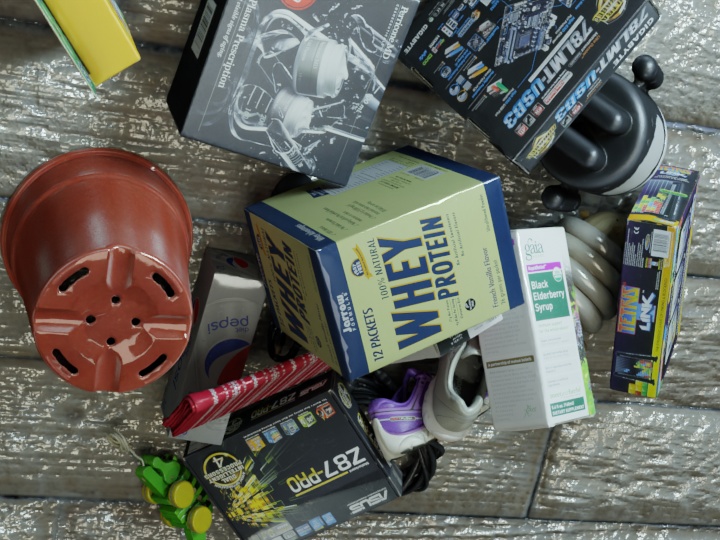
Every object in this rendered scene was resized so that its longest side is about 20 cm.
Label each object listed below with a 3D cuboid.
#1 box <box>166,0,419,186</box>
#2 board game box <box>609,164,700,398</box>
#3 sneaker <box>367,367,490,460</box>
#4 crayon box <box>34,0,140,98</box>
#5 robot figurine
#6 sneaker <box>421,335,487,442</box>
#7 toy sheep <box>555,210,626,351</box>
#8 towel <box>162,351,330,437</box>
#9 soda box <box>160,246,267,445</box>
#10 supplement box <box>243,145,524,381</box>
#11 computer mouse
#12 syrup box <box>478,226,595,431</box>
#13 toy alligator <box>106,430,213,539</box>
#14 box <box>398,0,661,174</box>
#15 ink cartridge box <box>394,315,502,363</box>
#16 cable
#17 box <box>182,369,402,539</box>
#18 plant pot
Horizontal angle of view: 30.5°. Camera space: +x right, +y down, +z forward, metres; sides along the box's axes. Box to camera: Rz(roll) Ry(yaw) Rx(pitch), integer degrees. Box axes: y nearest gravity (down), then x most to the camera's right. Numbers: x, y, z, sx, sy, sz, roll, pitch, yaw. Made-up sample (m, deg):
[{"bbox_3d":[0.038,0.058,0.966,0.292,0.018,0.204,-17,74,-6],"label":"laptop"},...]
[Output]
[{"bbox_3d":[-0.069,-0.212,1.288,0.180,0.104,0.202,14,110,-23],"label":"box"},{"bbox_3d":[0.319,0.009,1.435,0.056,0.165,0.203,10,116,17],"label":"board game box"},{"bbox_3d":[0.090,0.140,1.488,0.199,0.080,0.084,-21,82,-42],"label":"sneaker"},{"bbox_3d":[-0.252,-0.244,1.165,0.051,0.200,0.127,-29,119,-1],"label":"crayon box"},{"bbox_3d":[0.250,-0.140,1.367,0.148,0.200,0.127,-16,83,22],"label":"robot figurine"},{"bbox_3d":[0.118,0.080,1.435,0.075,0.203,0.092,11,154,-15],"label":"sneaker"},{"bbox_3d":[0.231,0.018,1.470,0.138,0.137,0.201,40,80,-28],"label":"toy sheep"},{"bbox_3d":[-0.101,0.114,1.353,0.198,0.145,0.023,-22,81,-23],"label":"towel"},{"bbox_3d":[-0.158,0.083,1.420,0.063,0.068,0.202,11,110,-20],"label":"soda box"},{"bbox_3d":[0.020,-0.015,1.308,0.198,0.200,0.136,-22,112,-19],"label":"supplement box"},{"bbox_3d":[-0.074,-0.001,1.394,0.058,0.034,0.203,2,97,-9],"label":"computer mouse"},{"bbox_3d":[0.175,0.060,1.375,0.078,0.081,0.203,-5,85,-43],"label":"syrup box"},{"bbox_3d":[-0.213,0.235,1.486,0.054,0.059,0.201,-52,126,-35],"label":"toy alligator"},{"bbox_3d":[0.157,-0.232,1.295,0.201,0.199,0.050,-51,149,10],"label":"box"},{"bbox_3d":[0.053,0.066,1.391,0.094,0.199,0.038,-28,100,-33],"label":"ink cartridge box"},{"bbox_3d":[0.006,0.208,1.536,0.163,0.051,0.200,-39,119,4],"label":"cable"},{"bbox_3d":[-0.075,0.220,1.482,0.198,0.049,0.162,-25,115,15],"label":"box"},{"bbox_3d":[-0.249,0.008,1.286,0.198,0.196,0.204,-6,116,-13],"label":"plant pot"}]
